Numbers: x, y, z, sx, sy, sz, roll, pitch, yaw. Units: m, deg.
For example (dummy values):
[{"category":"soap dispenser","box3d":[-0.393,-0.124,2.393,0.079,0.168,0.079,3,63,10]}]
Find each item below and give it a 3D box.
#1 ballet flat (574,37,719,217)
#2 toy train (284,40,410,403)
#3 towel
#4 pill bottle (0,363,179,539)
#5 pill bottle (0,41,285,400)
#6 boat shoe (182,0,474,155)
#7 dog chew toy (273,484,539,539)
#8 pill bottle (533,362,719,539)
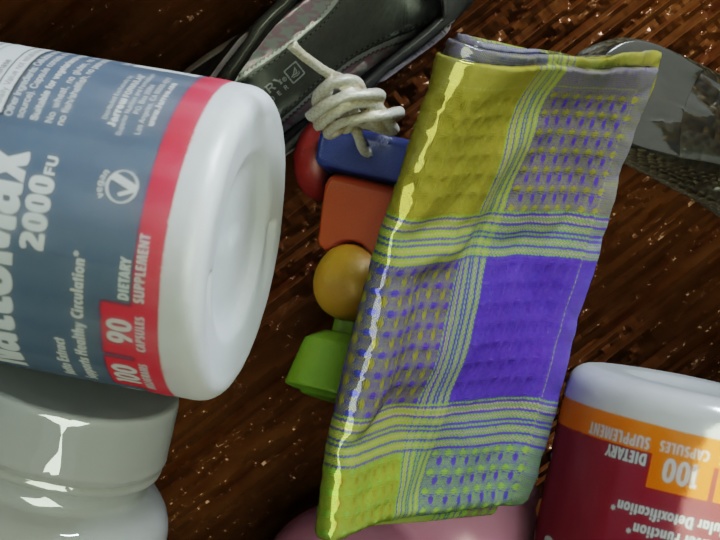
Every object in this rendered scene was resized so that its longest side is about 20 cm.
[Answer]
[{"category":"ballet flat","box3d":[0.166,-0.042,1.252,0.199,0.046,0.068,25,79,-24]},{"category":"toy train","box3d":[0.000,0.000,1.144,0.200,0.084,0.116,32,74,-56]},{"category":"towel","box3d":[0.049,0.006,1.129,0.143,0.023,0.201,1,109,-55]},{"category":"pill bottle","box3d":[-0.141,0.130,1.191,0.113,0.114,0.201,11,108,-15]},{"category":"pill bottle","box3d":[-0.138,-0.026,1.121,0.199,0.120,0.120,10,106,12]},{"category":"boat shoe","box3d":[0.001,-0.102,1.185,0.200,0.057,0.067,-42,111,3]},{"category":"dog chew toy","box3d":[-0.004,0.154,1.236,0.200,0.124,0.125,-45,111,-5]},{"category":"pill bottle","box3d":[0.119,0.145,1.195,0.112,0.113,0.201,10,93,-15]}]
